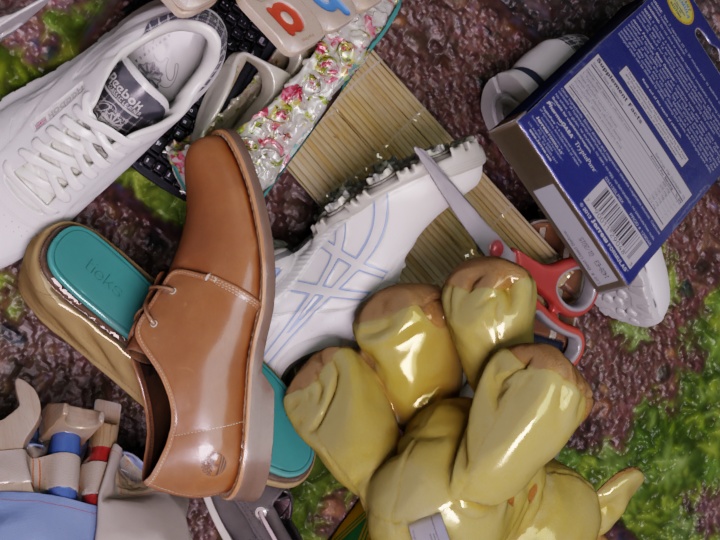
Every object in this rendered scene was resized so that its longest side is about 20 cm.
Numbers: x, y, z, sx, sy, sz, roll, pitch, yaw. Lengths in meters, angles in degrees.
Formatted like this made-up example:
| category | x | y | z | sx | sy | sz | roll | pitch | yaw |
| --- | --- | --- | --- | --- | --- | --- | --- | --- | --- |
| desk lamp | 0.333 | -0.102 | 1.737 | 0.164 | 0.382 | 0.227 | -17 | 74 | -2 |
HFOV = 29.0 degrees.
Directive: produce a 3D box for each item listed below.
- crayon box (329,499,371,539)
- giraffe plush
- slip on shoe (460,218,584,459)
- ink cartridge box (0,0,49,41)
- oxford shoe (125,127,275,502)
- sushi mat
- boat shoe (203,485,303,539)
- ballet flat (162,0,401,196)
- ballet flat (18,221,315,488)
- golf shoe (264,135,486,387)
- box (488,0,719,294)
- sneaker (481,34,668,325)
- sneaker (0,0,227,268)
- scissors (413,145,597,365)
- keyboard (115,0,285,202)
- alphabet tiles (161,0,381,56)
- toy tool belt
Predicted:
| category | x | y | z | sx | sy | sz | roll | pitch | yaw |
| --- | --- | --- | --- | --- | --- | --- | --- | --- | --- |
| crayon box | 0.041 | 0.258 | 0.870 | 0.200 | 0.058 | 0.173 | 44 | 72 | -17 |
| giraffe plush | 0.073 | 0.115 | 0.763 | 0.162 | 0.172 | 0.200 | 36 | 41 | -46 |
| slip on shoe | 0.090 | 0.065 | 0.885 | 0.076 | 0.061 | 0.200 | 18 | 75 | -20 |
| ink cartridge box | -0.265 | -0.131 | 0.699 | 0.200 | 0.129 | 0.125 | 12 | 84 | -23 |
| oxford shoe | -0.086 | 0.018 | 0.727 | 0.071 | 0.071 | 0.200 | 5 | 74 | -22 |
| sushi mat | 0.034 | -0.040 | 0.861 | 0.096 | 0.012 | 0.200 | -39 | 84 | -17 |
| boat shoe | -0.041 | 0.163 | 0.797 | 0.057 | 0.067 | 0.200 | -27 | 70 | 2 |
| ballet flat | -0.044 | -0.117 | 0.822 | 0.064 | 0.076 | 0.200 | 45 | 65 | -28 |
| ballet flat | -0.109 | 0.051 | 0.783 | 0.200 | 0.063 | 0.069 | 45 | 50 | -8 |
| golf shoe | 0.000 | 0.000 | 0.815 | 0.200 | 0.078 | 0.097 | -33 | 95 | 13 |
| box | 0.174 | -0.090 | 0.872 | 0.200 | 0.032 | 0.121 | -43 | 102 | -35 |
| sneaker | 0.161 | -0.058 | 0.921 | 0.080 | 0.076 | 0.200 | -35 | 104 | -30 |
| sneaker | -0.155 | -0.074 | 0.761 | 0.200 | 0.081 | 0.076 | -46 | 112 | 0 |
| scissors | 0.080 | 0.000 | 0.802 | 0.200 | 0.014 | 0.073 | 30 | 83 | -44 |
| keyboard | -0.088 | -0.148 | 0.832 | 0.104 | 0.040 | 0.200 | 32 | 75 | -21 |
| alphabet tiles | -0.077 | -0.208 | 0.787 | 0.196 | 0.015 | 0.200 | 46 | 38 | 0 |
| toy tool belt | -0.178 | 0.122 | 0.756 | 0.200 | 0.125 | 0.123 | 23 | 42 | -26 |
